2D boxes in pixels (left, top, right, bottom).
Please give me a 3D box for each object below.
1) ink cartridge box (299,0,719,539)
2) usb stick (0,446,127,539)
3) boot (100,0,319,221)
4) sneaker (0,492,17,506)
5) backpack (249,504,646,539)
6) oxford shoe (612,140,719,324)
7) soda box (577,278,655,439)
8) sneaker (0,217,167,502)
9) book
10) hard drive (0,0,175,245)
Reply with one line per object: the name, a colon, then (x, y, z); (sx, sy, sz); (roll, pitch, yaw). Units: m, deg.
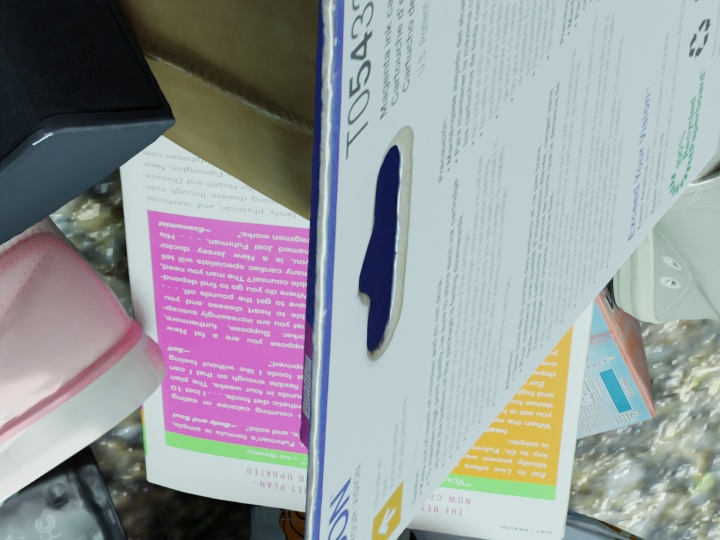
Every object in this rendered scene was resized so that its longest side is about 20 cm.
ink cartridge box: (0.027, -0.053, 0.601); (0.200, 0.043, 0.197); (-46, 152, -40)
usb stick: (-0.173, 0.111, 0.942); (0.199, 0.033, 0.056); (-23, 131, -7)
boot: (-0.073, -0.057, 0.703); (0.066, 0.200, 0.176); (-43, 150, -38)
sneaker: (-0.190, 0.063, 0.853); (0.199, 0.078, 0.087); (-24, 135, -6)
backpack: (0.012, 0.146, 0.976); (0.190, 0.155, 0.200); (-11, 152, 44)
oxford shoe: (0.103, -0.038, 0.829); (0.058, 0.075, 0.200); (12, 157, 13)
soda box: (0.032, -0.025, 0.885); (0.063, 0.069, 0.200); (-16, 141, 11)
sneaker: (-0.160, 0.042, 0.796); (0.200, 0.075, 0.105); (-36, 105, -14)
book: (0.000, 0.000, 0.823); (0.133, 0.048, 0.200); (4, 142, 2)
hard drive: (-0.151, -0.046, 0.685); (0.200, 0.135, 0.042); (-24, -174, 33)
